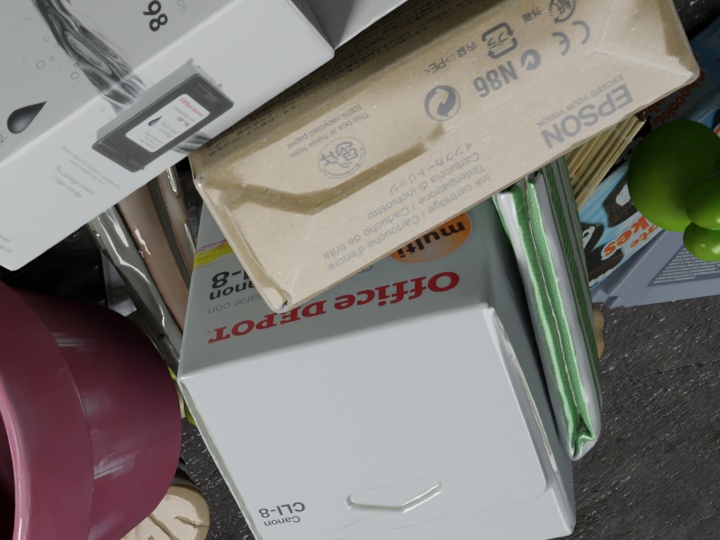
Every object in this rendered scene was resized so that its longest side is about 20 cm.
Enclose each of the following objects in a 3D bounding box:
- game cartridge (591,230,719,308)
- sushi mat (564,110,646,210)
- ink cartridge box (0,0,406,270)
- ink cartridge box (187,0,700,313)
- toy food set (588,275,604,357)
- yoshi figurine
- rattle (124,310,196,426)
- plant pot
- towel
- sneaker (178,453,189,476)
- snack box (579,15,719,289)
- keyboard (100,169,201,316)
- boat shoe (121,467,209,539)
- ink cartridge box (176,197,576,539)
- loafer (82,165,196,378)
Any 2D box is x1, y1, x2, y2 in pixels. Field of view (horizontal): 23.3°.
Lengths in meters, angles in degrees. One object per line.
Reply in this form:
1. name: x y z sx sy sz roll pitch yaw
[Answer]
1. game cartridge: 0.261 -0.031 1.229 0.199 0.042 0.134 -6 142 -37
2. sushi mat: 0.073 -0.047 0.964 0.012 0.096 0.200 -39 167 -44
3. ink cartridge box: -0.091 -0.106 0.676 0.199 0.116 0.067 -33 152 10
4. ink cartridge box: 0.020 -0.089 0.745 0.199 0.165 0.075 -29 117 3
5. toy food set: 0.072 0.082 1.040 0.199 0.049 0.198 -29 160 -42
6. yoshi figurine: 0.224 -0.070 0.996 0.199 0.113 0.112 -30 -175 -41
7. rattle: -0.124 0.107 0.991 0.199 0.144 0.130 -31 174 2
8. plant pot: -0.188 0.088 0.866 0.200 0.201 0.179 -40 166 24
9. towel: 0.086 -0.027 0.818 0.023 0.201 0.153 -13 120 10
10. sneaker: -0.184 0.196 1.186 0.115 0.076 0.201 -8 137 -25
11. snack box: 0.166 -0.058 1.051 0.200 0.037 0.116 -41 153 0
12. keyboard: -0.114 0.008 0.973 0.056 0.011 0.201 -20 152 -15
13. boat shoe: -0.194 0.149 1.073 0.198 0.065 0.073 -3 106 -13
14. ink cartridge box: 0.012 0.021 0.824 0.144 0.201 0.145 -14 128 12
15. loafer: -0.084 0.004 0.860 0.063 0.072 0.201 -34 123 -10
